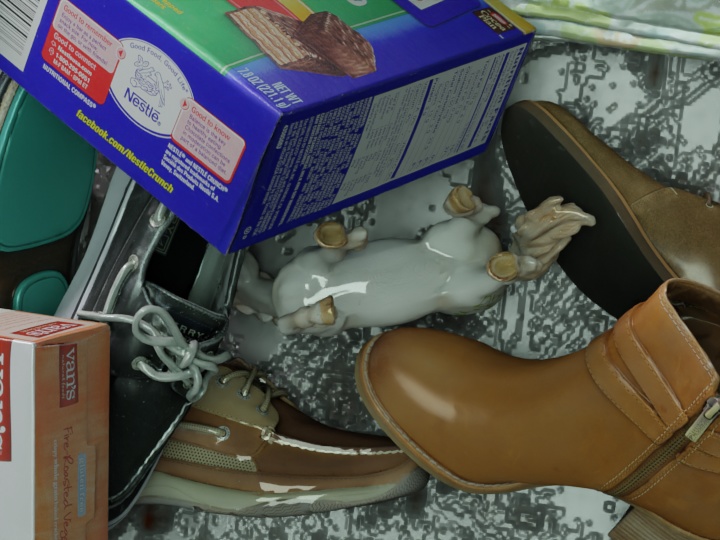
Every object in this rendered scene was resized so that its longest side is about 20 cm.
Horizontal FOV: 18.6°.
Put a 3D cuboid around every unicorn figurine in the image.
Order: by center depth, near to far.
[{"bbox_3d":[0.000,0.000,1.020,0.199,0.137,0.074,6,82,-5],"label":"unicorn figurine"}]

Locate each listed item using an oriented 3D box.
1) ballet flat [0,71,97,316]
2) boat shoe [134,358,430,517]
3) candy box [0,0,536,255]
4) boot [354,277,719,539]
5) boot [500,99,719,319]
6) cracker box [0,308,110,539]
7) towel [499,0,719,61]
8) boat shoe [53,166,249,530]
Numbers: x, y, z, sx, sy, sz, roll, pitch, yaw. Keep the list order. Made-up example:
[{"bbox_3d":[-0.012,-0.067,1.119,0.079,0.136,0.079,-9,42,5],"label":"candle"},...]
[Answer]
[{"bbox_3d":[-0.162,-0.012,1.003,0.073,0.073,0.201,5,107,9],"label":"ballet flat"},{"bbox_3d":[-0.065,0.078,1.047,0.199,0.076,0.072,2,89,7],"label":"boat shoe"},{"bbox_3d":[-0.045,-0.106,0.959,0.169,0.200,0.077,38,123,20],"label":"candy box"},{"bbox_3d":[0.104,0.049,0.978,0.199,0.155,0.074,25,55,-1],"label":"boot"},{"bbox_3d":[0.148,-0.012,1.027,0.075,0.074,0.200,-39,80,-21],"label":"boot"},{"bbox_3d":[-0.205,0.081,0.976,0.199,0.058,0.135,6,100,30],"label":"cracker box"},{"bbox_3d":[0.125,-0.197,1.005,0.170,0.048,0.201,8,108,8],"label":"towel"},{"bbox_3d":[-0.089,0.025,0.983,0.068,0.073,0.200,11,77,53],"label":"boat shoe"}]
